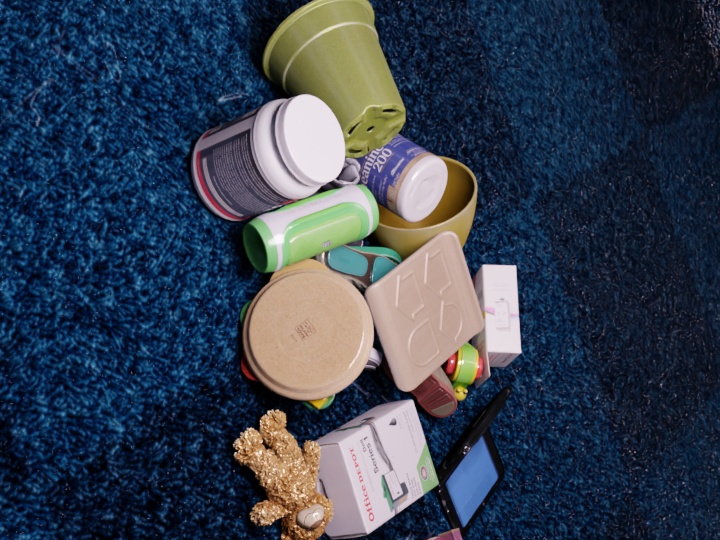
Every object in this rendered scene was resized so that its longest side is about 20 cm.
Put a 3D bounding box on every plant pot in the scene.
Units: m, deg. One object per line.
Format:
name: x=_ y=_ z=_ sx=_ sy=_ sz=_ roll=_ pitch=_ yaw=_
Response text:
plant pot: x=0.105 y=-0.077 z=1.837 sx=0.201 sy=0.197 sz=0.144 roll=-59 pitch=149 yaw=-41
plant pot: x=-0.024 y=-0.282 z=1.671 sx=0.198 sy=0.200 sz=0.192 roll=-2 pitch=55 yaw=-50

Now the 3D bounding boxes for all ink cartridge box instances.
ink cartridge box: x=0.017 y=0.303 z=1.668 sx=0.199 sy=0.083 sz=0.149 roll=-22 pitch=95 yaw=-51
ink cartridge box: x=0.243 y=0.104 z=1.967 sx=0.066 sy=0.117 sz=0.204 roll=2 pitch=73 yaw=-6

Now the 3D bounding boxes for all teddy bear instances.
teddy bear: x=-0.103 y=0.297 z=1.541 sx=0.144 sy=0.066 sz=0.204 roll=-14 pitch=89 yaw=-48

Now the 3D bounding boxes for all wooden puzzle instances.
wooden puzzle: x=0.098 y=0.062 z=1.717 sx=0.199 sy=0.046 sz=0.188 roll=-34 pitch=114 yaw=-32

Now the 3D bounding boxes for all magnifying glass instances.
magnifying glass: x=-0.015 y=-0.022 z=1.752 sx=0.198 sy=0.079 sz=0.023 roll=21 pitch=45 yaw=-32

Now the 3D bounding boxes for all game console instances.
game console: x=0.215 y=0.328 z=1.877 sx=0.116 sy=0.177 sz=0.200 roll=41 pitch=42 yaw=6

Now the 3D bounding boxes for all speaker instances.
speaker: x=-0.071 y=-0.063 z=1.596 sx=0.198 sy=0.088 sz=0.090 roll=-22 pitch=95 yaw=-30

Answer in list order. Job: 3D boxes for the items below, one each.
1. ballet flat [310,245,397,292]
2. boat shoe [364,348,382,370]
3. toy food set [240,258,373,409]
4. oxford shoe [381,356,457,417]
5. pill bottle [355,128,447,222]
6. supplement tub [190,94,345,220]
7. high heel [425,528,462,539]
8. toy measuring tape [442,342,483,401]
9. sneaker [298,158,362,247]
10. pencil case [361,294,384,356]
ballet flat: x=0.000 y=0.000 z=1.734 sx=0.198 sy=0.062 sz=0.069 roll=28 pitch=71 yaw=-35
boat shoe: x=-0.045 y=0.142 z=1.662 sx=0.198 sy=0.069 sz=0.068 roll=17 pitch=73 yaw=-46
toy food set: x=-0.079 y=0.092 z=1.563 sx=0.199 sy=0.049 sz=0.199 roll=36 pitch=75 yaw=13
oxford shoe: x=0.089 y=0.160 z=1.831 sx=0.201 sy=0.070 sz=0.075 roll=53 pitch=18 yaw=-23
pill bottle: x=0.034 y=-0.170 z=1.746 sx=0.110 sy=0.199 sz=0.112 roll=-34 pitch=142 yaw=-32
supplement tub: x=-0.133 y=-0.159 z=1.547 sx=0.139 sy=0.198 sz=0.143 roll=18 pitch=65 yaw=-45
high heel: x=0.126 y=0.479 z=1.750 sx=0.198 sy=0.067 sz=0.098 roll=-1 pitch=68 yaw=-53
toy measuring tape: x=0.186 y=0.130 z=1.928 sx=0.073 sy=0.073 sz=0.204 roll=27 pitch=62 yaw=-42
sneaker: x=-0.035 y=-0.111 z=1.715 sx=0.201 sy=0.113 sz=0.076 roll=51 pitch=45 yaw=-26
pencil case: x=-0.021 y=0.066 z=1.694 sx=0.199 sy=0.091 sz=0.087 roll=28 pitch=58 yaw=-43
